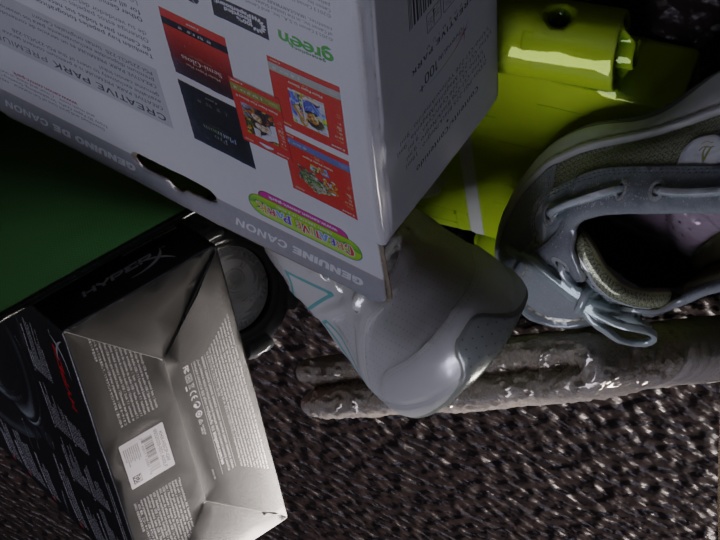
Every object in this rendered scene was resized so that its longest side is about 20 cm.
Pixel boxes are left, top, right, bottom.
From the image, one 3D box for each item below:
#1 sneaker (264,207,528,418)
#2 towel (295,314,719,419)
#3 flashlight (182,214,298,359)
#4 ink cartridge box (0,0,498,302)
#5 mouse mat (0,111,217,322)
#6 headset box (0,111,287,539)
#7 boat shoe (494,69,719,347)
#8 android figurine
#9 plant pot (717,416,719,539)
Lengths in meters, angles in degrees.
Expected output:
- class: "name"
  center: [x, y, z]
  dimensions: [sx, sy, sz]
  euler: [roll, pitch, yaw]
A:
- class: "sneaker"
  center: [0.000, 0.000, 0.726]
  dimensions: [0.080, 0.071, 0.200]
  euler: [41, 176, -23]
- class: "towel"
  center: [0.076, 0.046, 0.823]
  dimensions: [0.132, 0.035, 0.199]
  euler: [-5, 177, -41]
- class: "flashlight"
  center: [-0.100, 0.000, 0.886]
  dimensions: [0.067, 0.068, 0.200]
  euler: [-2, -173, -28]
- class: "ink cartridge box"
  center: [-0.055, -0.101, 0.643]
  dimensions: [0.199, 0.084, 0.176]
  euler: [27, 152, 20]
- class: "mouse mat"
  center: [-0.157, -0.037, 0.752]
  dimensions: [0.200, 0.160, 0.008]
  euler: [32, 144, 45]
- class: "headset box"
  center: [-0.128, 0.027, 0.792]
  dimensions: [0.200, 0.077, 0.150]
  euler: [34, 145, 47]
- class: "boat shoe"
  center: [0.110, -0.014, 0.653]
  dimensions: [0.074, 0.065, 0.202]
  euler: [32, 151, -20]
- class: "android figurine"
  center: [0.071, -0.051, 0.727]
  dimensions: [0.198, 0.041, 0.183]
  euler: [15, 152, 15]
- class: "plant pot"
  center: [0.240, 0.144, 0.691]
  dimensions: [0.198, 0.179, 0.200]
  euler: [14, 172, -1]
